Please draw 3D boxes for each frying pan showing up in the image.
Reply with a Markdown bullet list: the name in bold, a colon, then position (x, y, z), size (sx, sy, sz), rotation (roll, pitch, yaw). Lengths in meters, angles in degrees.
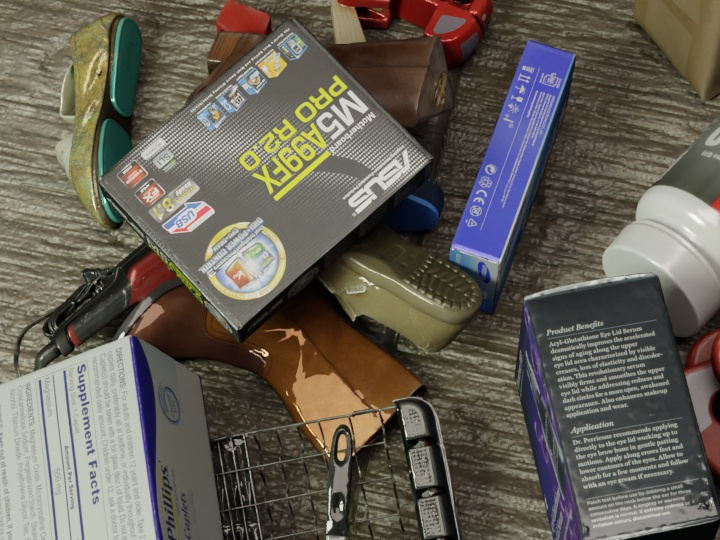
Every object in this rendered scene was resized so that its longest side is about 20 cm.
- **frying pan**: position (-0.033, 0.217, 1.580), size (0.115, 0.031, 0.190), rotation (-18, 71, -4)

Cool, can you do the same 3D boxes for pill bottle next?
- **pill bottle**: position (0.289, -0.049, 1.723), size (0.114, 0.114, 0.200), rotation (38, 70, 18)

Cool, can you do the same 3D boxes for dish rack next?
- **dish rack**: position (-0.029, 0.180, 1.630), size (0.199, 0.055, 0.154), rotation (-10, 79, 1)

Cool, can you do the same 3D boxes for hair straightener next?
- **hair straightener**: position (-0.199, 0.024, 1.730), size (0.200, 0.041, 0.077), rotation (-45, 28, -23)

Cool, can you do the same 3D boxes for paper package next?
- **paper package**: position (0.328, -0.263, 1.781), size (0.190, 0.200, 0.104), rotation (-32, 67, -14)

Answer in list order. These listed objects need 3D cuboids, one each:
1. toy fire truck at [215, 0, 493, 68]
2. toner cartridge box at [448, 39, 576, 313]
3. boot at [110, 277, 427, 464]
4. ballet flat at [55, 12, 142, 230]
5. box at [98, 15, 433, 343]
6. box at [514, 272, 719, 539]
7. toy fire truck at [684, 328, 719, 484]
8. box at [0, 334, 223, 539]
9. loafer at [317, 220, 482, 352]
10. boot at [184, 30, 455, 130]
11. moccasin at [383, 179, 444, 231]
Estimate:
- **toy fire truck**: position (-0.005, -0.205, 1.840), size (0.200, 0.049, 0.141), rotation (25, 67, 11)
- **toner cartridge box**: position (0.120, -0.075, 1.749), size (0.043, 0.095, 0.200), rotation (17, 65, 9)
- **boot**: position (-0.079, 0.084, 1.703), size (0.188, 0.069, 0.200), rotation (-37, 76, -24)
- **ballet flat**: position (-0.218, -0.118, 1.796), size (0.071, 0.071, 0.200), rotation (1, 64, 1)
- **box**: position (-0.070, -0.070, 1.651), size (0.200, 0.044, 0.160), rotation (-41, 77, -11)
- **box**: position (0.186, 0.126, 1.619), size (0.104, 0.148, 0.200), rotation (-10, 63, -4)
- **toy fire truck**: position (0.341, 0.106, 1.658), size (0.200, 0.112, 0.168), rotation (-19, 83, -8)
- **box**: position (-0.210, 0.172, 1.584), size (0.200, 0.105, 0.184), rotation (-21, 62, 20)
- **loafer**: position (0.000, 0.000, 1.699), size (0.200, 0.068, 0.076), rotation (34, 37, 24)
- **boot**: position (-0.032, -0.117, 1.718), size (0.199, 0.064, 0.187), rotation (6, 56, 12)
- **moccasin**: position (-0.025, -0.090, 1.767), size (0.200, 0.081, 0.068), rotation (17, 60, 8)
